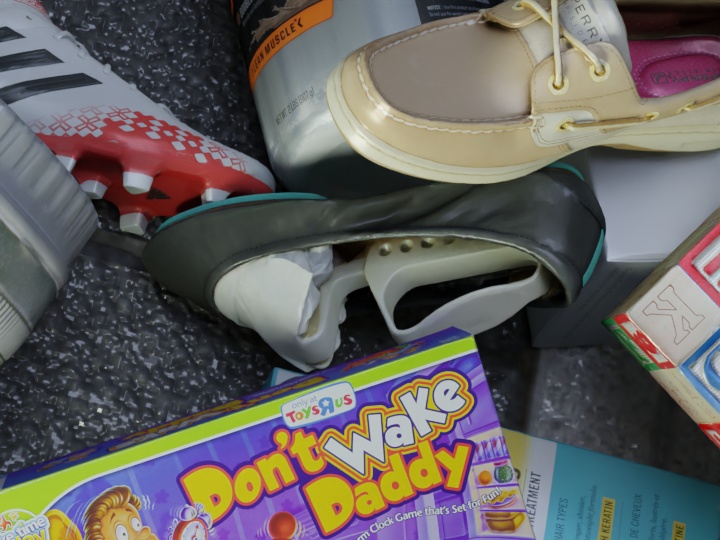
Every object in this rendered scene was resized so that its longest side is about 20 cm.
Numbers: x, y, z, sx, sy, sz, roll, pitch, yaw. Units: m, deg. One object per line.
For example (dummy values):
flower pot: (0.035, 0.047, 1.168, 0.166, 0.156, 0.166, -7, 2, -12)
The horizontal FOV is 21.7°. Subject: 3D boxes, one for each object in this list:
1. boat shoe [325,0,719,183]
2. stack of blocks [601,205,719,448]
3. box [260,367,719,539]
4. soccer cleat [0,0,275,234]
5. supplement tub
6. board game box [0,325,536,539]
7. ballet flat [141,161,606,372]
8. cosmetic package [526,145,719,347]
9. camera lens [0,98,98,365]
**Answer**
boat shoe: (0.083, -0.084, 0.731, 0.200, 0.069, 0.074, -9, 63, -29)
stack of blocks: (0.209, -0.008, 0.739, 0.200, 0.059, 0.115, -44, 88, -5)
box: (0.047, 0.108, 0.783, 0.200, 0.049, 0.082, 15, 64, -8)
soccer cleat: (-0.130, -0.074, 0.807, 0.200, 0.069, 0.085, 13, 70, -4)
supplement tub: (-0.002, -0.140, 0.838, 0.122, 0.123, 0.200, -8, 69, -18)
board game box: (-0.035, 0.116, 0.710, 0.200, 0.045, 0.135, -18, 94, -6)
ballet flat: (0.000, 0.000, 0.765, 0.200, 0.068, 0.068, -10, 53, 17)
cosmetic package: (0.115, -0.076, 0.850, 0.085, 0.108, 0.200, -1, 66, -15)
camera lens: (-0.214, 0.009, 0.677, 0.160, 0.160, 0.200, 40, 78, 4)
